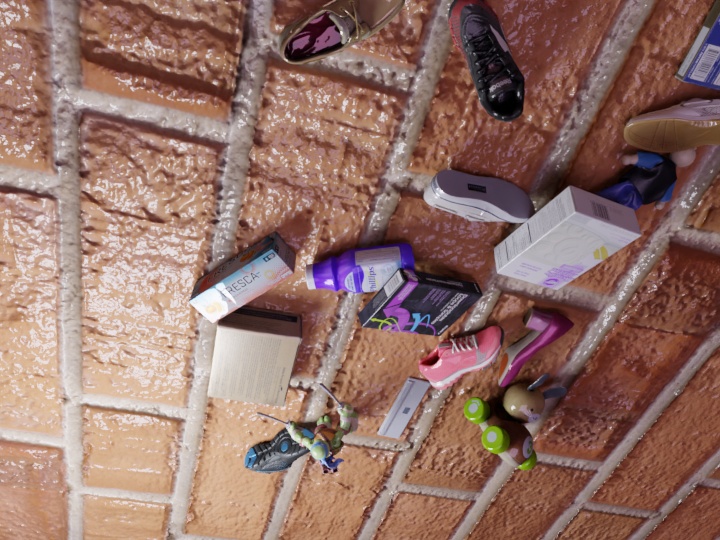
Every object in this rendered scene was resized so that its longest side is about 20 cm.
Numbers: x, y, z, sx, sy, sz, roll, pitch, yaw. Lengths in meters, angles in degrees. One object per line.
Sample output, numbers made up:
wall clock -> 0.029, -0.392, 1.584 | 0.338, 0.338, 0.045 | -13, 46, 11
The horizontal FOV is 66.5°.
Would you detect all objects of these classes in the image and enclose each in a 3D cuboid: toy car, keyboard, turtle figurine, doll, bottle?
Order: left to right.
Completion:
turtle figurine -> -0.080, 0.318, 1.181 | 0.200, 0.194, 0.144 | 42, 93, 14
bottle -> 0.000, 0.000, 1.009 | 0.199, 0.065, 0.084 | -6, 130, 2
keyboard -> 0.099, 0.322, 1.272 | 0.056, 0.011, 0.201 | 12, 124, -17
toy car -> 0.361, 0.312, 1.203 | 0.200, 0.158, 0.164 | -44, 129, 11
doll -> 0.476, -0.147, 0.942 | 0.200, 0.049, 0.136 | -35, 120, 20

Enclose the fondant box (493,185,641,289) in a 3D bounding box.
fondant box -> 0.350, -0.049, 0.947 | 0.144, 0.059, 0.200 | 14, 147, -21

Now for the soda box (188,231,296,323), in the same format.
soda box -> -0.216, 0.014, 1.010 | 0.199, 0.064, 0.068 | -30, 121, 16

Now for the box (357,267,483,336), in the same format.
box -> 0.114, 0.065, 1.030 | 0.199, 0.036, 0.143 | 9, 135, -35

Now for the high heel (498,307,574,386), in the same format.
high heel -> 0.360, 0.173, 1.142 | 0.096, 0.068, 0.201 | 18, 119, -2

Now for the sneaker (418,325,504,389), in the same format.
sneaker -> 0.205, 0.172, 1.134 | 0.200, 0.074, 0.087 | -40, 116, 22

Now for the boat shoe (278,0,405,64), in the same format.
boat shoe -> -0.025, -0.343, 0.771 | 0.199, 0.067, 0.074 | -26, 122, 14

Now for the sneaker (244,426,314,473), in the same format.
sneaker -> -0.178, 0.428, 1.302 | 0.199, 0.073, 0.082 | -26, 134, 24

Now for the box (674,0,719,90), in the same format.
box -> 0.602, -0.328, 0.833 | 0.199, 0.032, 0.122 | 11, 124, -8

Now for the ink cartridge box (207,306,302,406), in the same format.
ink cartridge box -> -0.216, 0.174, 1.113 | 0.164, 0.075, 0.201 | 10, 123, -11

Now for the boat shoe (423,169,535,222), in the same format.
boat shoe -> 0.202, -0.117, 0.946 | 0.199, 0.071, 0.070 | 9, 155, -19

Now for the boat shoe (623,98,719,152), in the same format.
boat shoe -> 0.528, -0.238, 0.874 | 0.199, 0.070, 0.071 | 2, 147, 19

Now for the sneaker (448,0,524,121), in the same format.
sneaker -> 0.188, -0.300, 0.793 | 0.071, 0.098, 0.201 | -24, 121, 15
